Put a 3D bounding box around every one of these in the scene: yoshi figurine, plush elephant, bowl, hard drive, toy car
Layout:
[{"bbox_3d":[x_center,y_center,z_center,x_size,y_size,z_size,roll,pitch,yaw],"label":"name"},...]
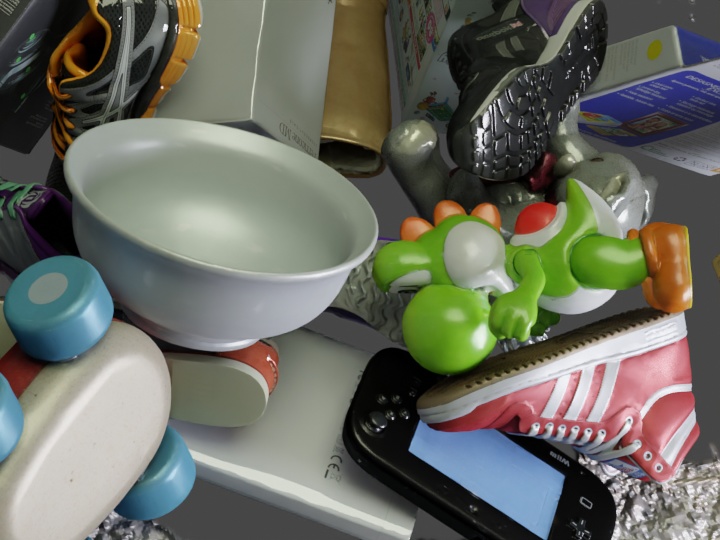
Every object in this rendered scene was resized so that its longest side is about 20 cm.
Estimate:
[{"bbox_3d":[0.108,0.019,1.457,0.200,0.112,0.112,-3,42,0],"label":"yoshi figurine"},{"bbox_3d":[0.124,-0.052,1.581,0.155,0.165,0.200,-31,84,5],"label":"plush elephant"},{"bbox_3d":[-0.096,-0.012,1.426,0.201,0.090,0.201,14,26,-7],"label":"bowl"},{"bbox_3d":[-0.048,0.095,1.509,0.200,0.027,0.132,21,52,-3],"label":"hard drive"},{"bbox_3d":[-0.235,0.090,1.389,0.200,0.184,0.177,15,53,33],"label":"toy car"}]

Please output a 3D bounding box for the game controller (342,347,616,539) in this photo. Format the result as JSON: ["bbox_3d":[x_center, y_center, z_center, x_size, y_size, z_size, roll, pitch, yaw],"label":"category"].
[{"bbox_3d":[0.079,0.130,1.490,0.200,0.042,0.104,34,50,-9],"label":"game controller"}]

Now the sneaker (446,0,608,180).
[{"bbox_3d":[0.088,-0.122,1.519,0.088,0.076,0.200,12,34,25],"label":"sneaker"}]

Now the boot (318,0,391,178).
[{"bbox_3d":[-0.058,-0.171,1.678,0.175,0.066,0.200,5,59,3],"label":"boot"}]

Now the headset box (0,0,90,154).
[{"bbox_3d":[-0.231,-0.179,1.518,0.093,0.174,0.200,37,94,10],"label":"headset box"}]

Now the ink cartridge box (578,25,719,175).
[{"bbox_3d":[0.257,-0.122,1.622,0.198,0.200,0.047,16,70,-36],"label":"ink cartridge box"}]

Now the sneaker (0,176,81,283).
[{"bbox_3d":[-0.237,-0.045,1.513,0.200,0.088,0.074,30,51,5],"label":"sneaker"}]

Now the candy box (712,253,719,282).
[{"bbox_3d":[0.342,-0.012,1.598,0.056,0.200,0.117,12,48,-35],"label":"candy box"}]

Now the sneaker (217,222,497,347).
[{"bbox_3d":[0.000,-0.001,1.551,0.200,0.070,0.100,15,12,1],"label":"sneaker"}]

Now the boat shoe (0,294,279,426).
[{"bbox_3d":[-0.150,0.048,1.454,0.200,0.071,0.063,11,35,2],"label":"boat shoe"}]

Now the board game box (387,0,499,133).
[{"bbox_3d":[0.076,-0.218,1.667,0.064,0.200,0.148,4,54,-15],"label":"board game box"}]

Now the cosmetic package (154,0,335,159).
[{"bbox_3d":[-0.076,-0.172,1.586,0.081,0.113,0.200,-4,71,24],"label":"cosmetic package"}]

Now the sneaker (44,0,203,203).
[{"bbox_3d":[-0.176,-0.117,1.517,0.077,0.200,0.078,5,37,-33],"label":"sneaker"}]

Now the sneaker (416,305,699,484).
[{"bbox_3d":[0.137,0.101,1.489,0.200,0.071,0.113,-17,99,-22],"label":"sneaker"}]
